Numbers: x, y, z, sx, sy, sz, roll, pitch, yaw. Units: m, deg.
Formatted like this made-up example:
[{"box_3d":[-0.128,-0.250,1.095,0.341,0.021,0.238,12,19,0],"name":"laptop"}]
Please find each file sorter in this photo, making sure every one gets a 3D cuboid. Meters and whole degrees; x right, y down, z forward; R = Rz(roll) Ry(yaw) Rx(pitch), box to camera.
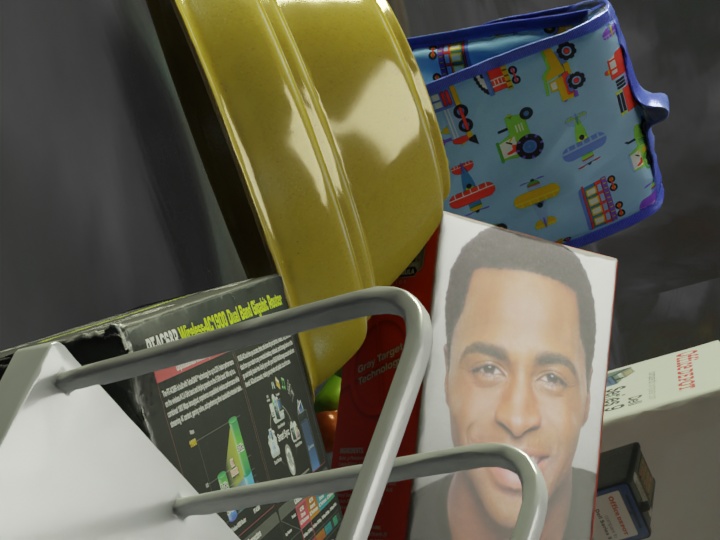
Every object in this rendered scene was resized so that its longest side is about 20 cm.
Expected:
[{"box_3d":[0.001,0.123,0.444,0.200,0.124,0.139,52,42,-30],"name":"file sorter"}]

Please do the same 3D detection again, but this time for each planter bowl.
[{"box_3d":[-0.018,-0.056,0.790,0.200,0.083,0.202,160,-90,-84],"name":"planter bowl"}]

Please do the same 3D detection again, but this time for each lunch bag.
[{"box_3d":[0.096,-0.079,1.274,0.094,0.198,0.151,-89,162,-56],"name":"lunch bag"}]

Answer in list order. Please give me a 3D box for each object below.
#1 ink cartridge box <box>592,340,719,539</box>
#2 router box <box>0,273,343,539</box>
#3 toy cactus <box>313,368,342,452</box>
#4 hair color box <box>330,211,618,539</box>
[{"box_3d":[0.109,0.112,1.068,0.145,0.198,0.088,-43,117,-78],"name":"ink cartridge box"},{"box_3d":[-0.052,0.086,0.609,0.200,0.062,0.151,-19,95,-80],"name":"router box"},{"box_3d":[0.000,0.000,0.988,0.166,0.102,0.200,65,19,-2],"name":"toy cactus"},{"box_3d":[0.043,0.085,0.844,0.101,0.061,0.202,13,78,-34],"name":"hair color box"}]
